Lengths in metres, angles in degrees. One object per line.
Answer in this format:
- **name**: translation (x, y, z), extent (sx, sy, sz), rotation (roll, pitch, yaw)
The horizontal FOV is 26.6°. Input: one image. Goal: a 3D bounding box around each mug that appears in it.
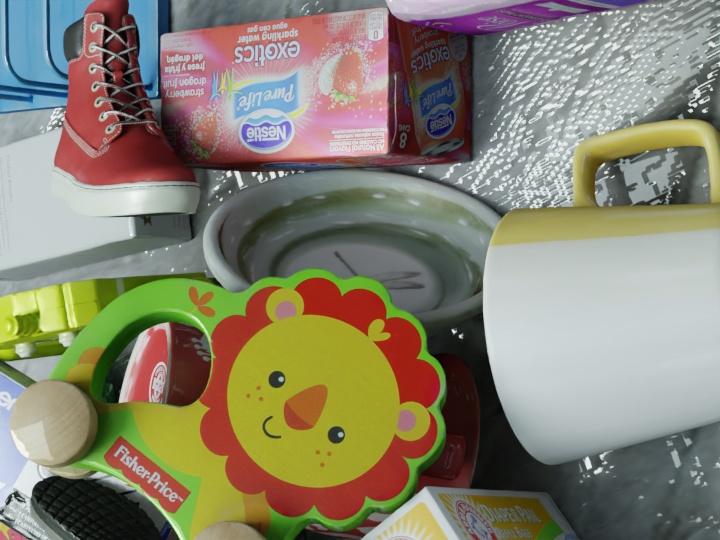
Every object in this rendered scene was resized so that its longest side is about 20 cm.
- **mug**: translation (0.164, 0.009, 0.862), extent (0.152, 0.149, 0.188), rotation (-10, 91, 29)
- **mug**: translation (-0.034, 0.087, 0.938), extent (0.178, 0.199, 0.134), rotation (131, 147, -50)

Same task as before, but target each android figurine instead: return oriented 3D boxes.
- **android figurine**: translation (-0.192, 0.033, 1.089), extent (0.181, 0.200, 0.041), rotation (-13, 86, 34)

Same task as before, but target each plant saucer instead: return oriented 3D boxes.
- **plant saucer**: translation (0.000, 0.000, 0.959), extent (0.200, 0.200, 0.050), rotation (27, 127, 34)

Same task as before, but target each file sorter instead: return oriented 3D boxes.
- **file sorter**: translation (-0.262, -0.202, 1.189), extent (0.199, 0.122, 0.140), rotation (0, 91, 36)

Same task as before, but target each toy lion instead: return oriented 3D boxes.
- **toy lion**: translation (-0.060, 0.074, 0.835), extent (0.200, 0.069, 0.192), rotation (35, 80, 12)

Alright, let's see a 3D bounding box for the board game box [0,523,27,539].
- **board game box**: translation (-0.218, 0.254, 1.168), extent (0.101, 0.048, 0.201), rotation (-27, 83, 35)

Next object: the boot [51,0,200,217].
- **boot**: translation (-0.160, -0.111, 1.022), extent (0.200, 0.072, 0.145), rotation (21, 108, 60)

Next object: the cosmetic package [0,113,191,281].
- **cosmetic package**: translation (-0.230, -0.055, 1.198), extent (0.199, 0.074, 0.102), rotation (-10, 84, 34)

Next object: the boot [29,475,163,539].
- **boot**: translation (-0.166, 0.241, 1.041), extent (0.200, 0.068, 0.131), rotation (33, 114, 20)

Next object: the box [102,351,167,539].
- **box**: translation (-0.154, 0.132, 1.163), extent (0.199, 0.036, 0.145), rotation (-22, 78, 34)

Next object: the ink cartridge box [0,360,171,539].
- **ink cartridge box**: translation (-0.228, 0.144, 1.107), extent (0.199, 0.044, 0.094), rotation (31, 91, 7)

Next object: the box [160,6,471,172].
- **box**: translation (-0.032, -0.117, 1.030), extent (0.199, 0.099, 0.096), rotation (0, 90, 36)

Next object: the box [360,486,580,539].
- **box**: translation (0.069, 0.200, 0.884), extent (0.101, 0.200, 0.113), rotation (-41, 67, 15)

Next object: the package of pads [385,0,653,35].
- **package of pads**: translation (0.120, -0.192, 0.902), extent (0.199, 0.120, 0.076), rotation (-5, 87, 36)

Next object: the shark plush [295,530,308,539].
- **shark plush**: translation (-0.070, 0.220, 1.056), extent (0.090, 0.083, 0.201), rotation (1, 111, -5)

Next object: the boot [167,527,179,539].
- **boot**: translation (-0.009, 0.225, 0.936), extent (0.064, 0.200, 0.186), rotation (-54, 29, 4)
